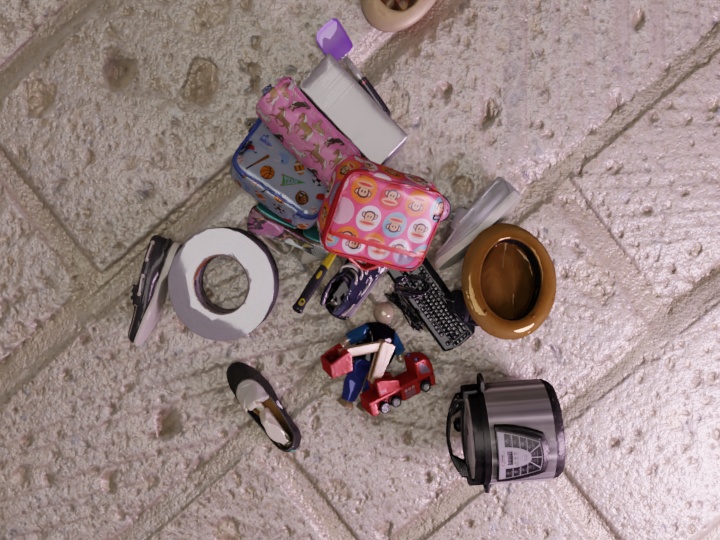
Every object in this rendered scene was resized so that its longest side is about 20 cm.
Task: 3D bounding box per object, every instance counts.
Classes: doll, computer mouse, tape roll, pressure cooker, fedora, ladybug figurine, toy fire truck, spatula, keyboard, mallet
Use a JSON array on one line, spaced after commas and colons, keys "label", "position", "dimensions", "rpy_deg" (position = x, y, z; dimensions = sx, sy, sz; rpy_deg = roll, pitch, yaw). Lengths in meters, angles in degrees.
[{"label": "doll", "position": [0.016, 0.157, 1.254], "dimensions": [0.133, 0.048, 0.205], "rpy_deg": [18, 93, -16]}, {"label": "computer mouse", "position": [0.152, 0.055, 1.243], "dimensions": [0.195, 0.034, 0.060], "rpy_deg": [20, 76, -8]}, {"label": "tape roll", "position": [-0.250, 0.023, 1.245], "dimensions": [0.194, 0.066, 0.207], "rpy_deg": [0, 95, 1]}, {"label": "pressure cooker", "position": [0.249, 0.289, 1.202], "dimensions": [0.194, 0.180, 0.180], "rpy_deg": [-4, 56, 2]}, {"label": "fedora", "position": [0.255, 0.022, 1.214], "dimensions": [0.195, 0.082, 0.207], "rpy_deg": [2, 82, -14]}, {"label": "ladybug figurine", "position": [0.078, -0.512, 1.193], "dimensions": [0.135, 0.072, 0.202], "rpy_deg": [37, 95, -2]}, {"label": "toy fire truck", "position": [0.036, 0.177, 1.211], "dimensions": [0.196, 0.049, 0.145], "rpy_deg": [-23, 111, -20]}, {"label": "spatula", "position": [-0.008, -0.360, 1.232], "dimensions": [0.056, 0.021, 0.202], "rpy_deg": [-36, 93, 2]}, {"label": "keyboard", "position": [0.122, 0.064, 1.253], "dimensions": [0.103, 0.040, 0.202], "rpy_deg": [-37, 92, 3]}, {"label": "mallet", "position": [-0.051, -0.006, 1.167], "dimensions": [0.065, 0.041, 0.203], "rpy_deg": [26, 64, -5]}]

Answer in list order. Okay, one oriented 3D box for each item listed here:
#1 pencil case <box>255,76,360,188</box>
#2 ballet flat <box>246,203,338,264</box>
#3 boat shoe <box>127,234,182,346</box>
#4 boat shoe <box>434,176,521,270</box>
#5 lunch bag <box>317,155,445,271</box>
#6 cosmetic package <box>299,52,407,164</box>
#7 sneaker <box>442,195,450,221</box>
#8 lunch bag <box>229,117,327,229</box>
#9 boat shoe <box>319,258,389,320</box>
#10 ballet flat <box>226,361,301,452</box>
[{"label": "pencil case", "position": [-0.087, -0.232, 1.145], "dimensions": [0.200, 0.086, 0.083], "rpy_deg": [46, 69, -2]}, {"label": "ballet flat", "position": [-0.116, -0.055, 1.238], "dimensions": [0.195, 0.069, 0.073], "rpy_deg": [22, 112, -4]}, {"label": "boat shoe", "position": [-0.390, 0.036, 1.245], "dimensions": [0.059, 0.074, 0.205], "rpy_deg": [21, 92, -1]}, {"label": "boat shoe", "position": [0.200, -0.087, 1.233], "dimensions": [0.200, 0.070, 0.072], "rpy_deg": [-44, 73, 5]}, {"label": "lunch bag", "position": [0.028, -0.081, 1.129], "dimensions": [0.195, 0.082, 0.179], "rpy_deg": [12, 116, -23]}, {"label": "cosmetic package", "position": [-0.011, -0.273, 1.197], "dimensions": [0.199, 0.107, 0.090], "rpy_deg": [43, 92, -4]}, {"label": "sneaker", "position": [0.067, -0.125, 1.218], "dimensions": [0.194, 0.082, 0.072], "rpy_deg": [4, 95, 1]}, {"label": "lunch bag", "position": [-0.127, -0.186, 1.204], "dimensions": [0.198, 0.076, 0.162], "rpy_deg": [36, 68, -4]}, {"label": "boat shoe", "position": [0.000, 0.000, 1.217], "dimensions": [0.074, 0.093, 0.203], "rpy_deg": [30, 94, 14]}, {"label": "ballet flat", "position": [-0.179, 0.255, 1.259], "dimensions": [0.068, 0.068, 0.201], "rpy_deg": [-41, 92, 4]}]
